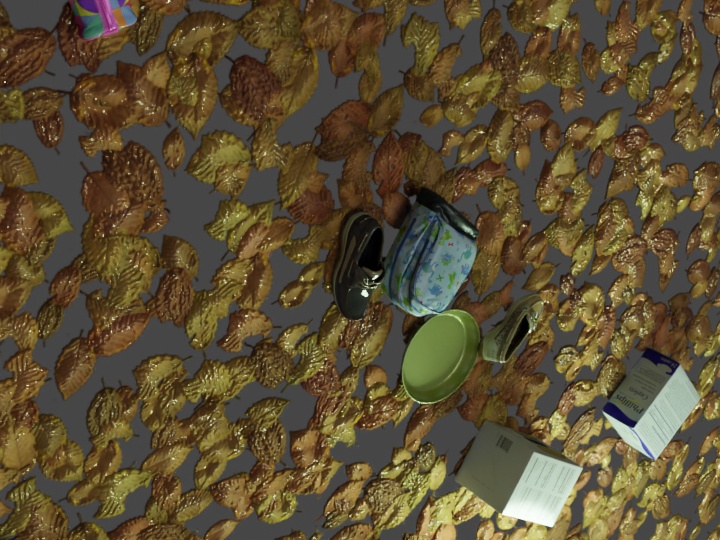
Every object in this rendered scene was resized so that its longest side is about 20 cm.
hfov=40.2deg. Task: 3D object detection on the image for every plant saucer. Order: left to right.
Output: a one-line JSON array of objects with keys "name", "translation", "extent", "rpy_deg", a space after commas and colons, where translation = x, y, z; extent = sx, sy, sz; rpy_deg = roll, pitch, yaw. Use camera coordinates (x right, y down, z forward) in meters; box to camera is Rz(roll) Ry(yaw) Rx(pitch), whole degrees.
[{"name": "plant saucer", "translation": [0.151, 0.164, 1.926], "extent": [0.199, 0.031, 0.201], "rpy_deg": [-17, 119, -32]}]

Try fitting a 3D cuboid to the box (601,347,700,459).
[{"name": "box", "translation": [0.712, 0.326, 2.403], "extent": [0.200, 0.105, 0.184], "rpy_deg": [-51, 133, -9]}]

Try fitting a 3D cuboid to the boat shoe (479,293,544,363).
[{"name": "boat shoe", "translation": [0.323, 0.122, 2.009], "extent": [0.200, 0.063, 0.073], "rpy_deg": [-43, 133, -29]}]

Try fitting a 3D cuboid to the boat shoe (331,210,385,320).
[{"name": "boat shoe", "translation": [0.000, 0.000, 1.696], "extent": [0.074, 0.073, 0.201], "rpy_deg": [-13, 118, -34]}]

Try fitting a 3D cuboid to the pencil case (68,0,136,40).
[{"name": "pencil case", "translation": [-0.347, -0.391, 1.227], "extent": [0.088, 0.088, 0.201], "rpy_deg": [-32, 128, -23]}]

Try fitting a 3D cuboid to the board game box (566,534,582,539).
[{"name": "board game box", "translation": [0.529, 0.824, 2.427], "extent": [0.199, 0.200, 0.201], "rpy_deg": [-20, 122, -30]}]

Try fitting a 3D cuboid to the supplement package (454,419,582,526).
[{"name": "supplement package", "translation": [0.343, 0.439, 2.127], "extent": [0.200, 0.152, 0.151], "rpy_deg": [25, 93, -43]}]

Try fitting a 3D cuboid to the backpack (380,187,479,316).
[{"name": "backpack", "translation": [0.121, -0.019, 1.755], "extent": [0.200, 0.154, 0.163], "rpy_deg": [-48, 140, 7]}]
